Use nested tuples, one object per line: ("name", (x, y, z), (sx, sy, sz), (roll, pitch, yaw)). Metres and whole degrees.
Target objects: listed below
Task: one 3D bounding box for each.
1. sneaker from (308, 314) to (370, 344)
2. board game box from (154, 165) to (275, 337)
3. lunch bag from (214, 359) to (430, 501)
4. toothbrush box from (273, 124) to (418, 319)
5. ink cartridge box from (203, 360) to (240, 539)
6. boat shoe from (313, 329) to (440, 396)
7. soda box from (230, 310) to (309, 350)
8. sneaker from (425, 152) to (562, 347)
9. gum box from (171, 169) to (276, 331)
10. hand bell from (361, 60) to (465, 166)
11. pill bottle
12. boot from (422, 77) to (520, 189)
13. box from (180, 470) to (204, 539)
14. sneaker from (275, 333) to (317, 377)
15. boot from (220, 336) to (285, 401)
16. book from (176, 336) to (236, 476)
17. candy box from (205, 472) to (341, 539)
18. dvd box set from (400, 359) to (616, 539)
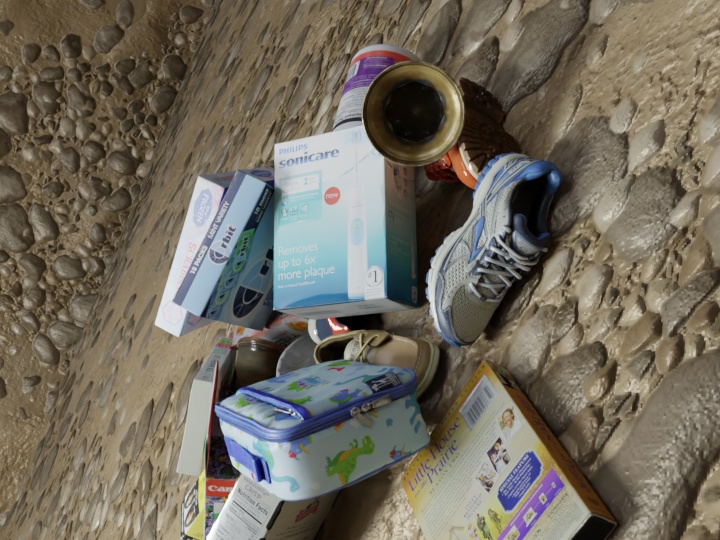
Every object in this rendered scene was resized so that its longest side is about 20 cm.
("sneaker", (0.000, 0.000, 1.026), (0.084, 0.075, 0.201), (-12, 62, 53))
("board game box", (-0.166, -0.031, 1.068), (0.200, 0.041, 0.200), (-26, -41, -64))
("lunch bag", (-0.042, 0.142, 0.778), (0.200, 0.160, 0.083), (-1, 105, 65))
("toothbrush box", (-0.017, -0.053, 0.947), (0.146, 0.085, 0.201), (-6, 76, 27))
("ink cartridge box", (-0.141, 0.207, 0.906), (0.109, 0.050, 0.200), (-94, 11, -51))
("boat shoe", (0.011, 0.100, 0.901), (0.200, 0.066, 0.074), (-15, 53, 59))
("soda box", (-0.106, 0.070, 1.162), (0.200, 0.068, 0.064), (-28, 42, 52))
("sneaker", (0.128, -0.022, 0.777), (0.085, 0.077, 0.201), (8, 74, 60))
("gum box", (-0.136, -0.016, 1.030), (0.170, 0.044, 0.200), (-63, -17, -2))
("hand bell", (0.065, -0.182, 0.923), (0.104, 0.104, 0.200), (-56, 2, 17))
("pill bottle", (0.021, -0.192, 1.111), (0.111, 0.111, 0.201), (-27, 44, 54))
("boot", (0.113, -0.126, 0.919), (0.107, 0.075, 0.200), (-54, 17, 28))
("box", (-0.175, 0.278, 1.121), (0.200, 0.050, 0.075), (-54, 25, 20))
("sneaker", (-0.092, 0.177, 1.024), (0.112, 0.077, 0.200), (-56, 10, 48))
("boot", (-0.147, 0.157, 1.129), (0.200, 0.074, 0.097), (115, 169, -66))
("book", (-0.215, 0.184, 1.173), (0.200, 0.048, 0.134), (-87, 8, -78))
("candy box", (-0.111, 0.298, 0.867), (0.061, 0.136, 0.200), (31, 95, 25))
("dvd box set", (0.106, 0.184, 0.669), (0.147, 0.029, 0.200), (-58, 26, 15))
